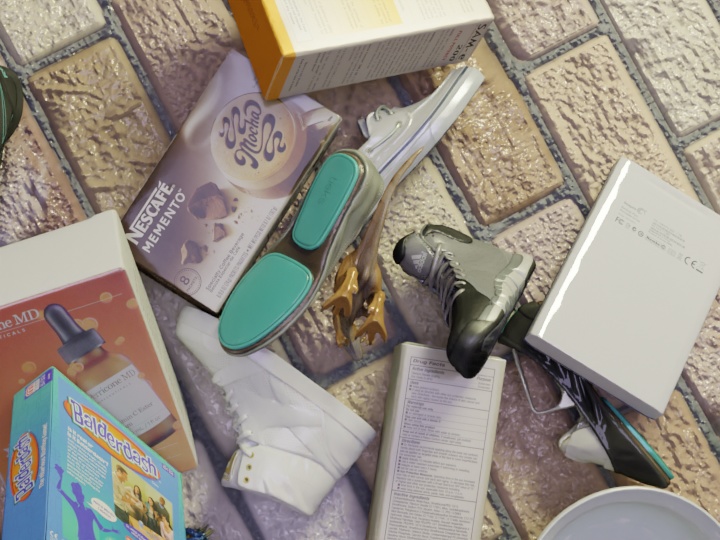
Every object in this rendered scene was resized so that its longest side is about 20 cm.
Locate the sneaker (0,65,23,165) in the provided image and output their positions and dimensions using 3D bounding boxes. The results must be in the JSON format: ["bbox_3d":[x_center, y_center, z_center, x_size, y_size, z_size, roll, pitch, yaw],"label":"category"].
[{"bbox_3d":[-0.344,-0.086,1.143,0.075,0.079,0.201,11,86,-3],"label":"sneaker"}]

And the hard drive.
[{"bbox_3d":[0.242,0.012,1.173,0.132,0.025,0.200,31,65,-1],"label":"hard drive"}]

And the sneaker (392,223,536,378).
[{"bbox_3d":[0.071,0.017,1.122,0.115,0.200,0.075,28,113,7],"label":"sneaker"}]

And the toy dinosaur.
[{"bbox_3d":[0.000,0.000,1.116,0.060,0.106,0.200,13,124,-9],"label":"toy dinosaur"}]

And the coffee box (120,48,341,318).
[{"bbox_3d":[-0.117,-0.072,1.157,0.113,0.080,0.200,33,83,-1],"label":"coffee box"}]

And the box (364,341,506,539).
[{"bbox_3d":[0.062,0.167,1.151,0.095,0.078,0.201,10,84,-4],"label":"box"}]

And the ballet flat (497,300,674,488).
[{"bbox_3d":[0.190,0.120,1.176,0.068,0.068,0.200,-35,78,4],"label":"ballet flat"}]

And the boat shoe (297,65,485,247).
[{"bbox_3d":[0.025,-0.113,1.174,0.067,0.074,0.200,40,84,0],"label":"boat shoe"}]

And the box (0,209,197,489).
[{"bbox_3d":[-0.235,0.078,1.078,0.152,0.106,0.200,-18,121,-5],"label":"box"}]

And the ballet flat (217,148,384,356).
[{"bbox_3d":[-0.043,-0.007,1.119,0.067,0.064,0.200,31,87,31],"label":"ballet flat"}]

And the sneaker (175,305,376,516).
[{"bbox_3d":[-0.098,0.127,1.145,0.200,0.074,0.116,36,81,-2],"label":"sneaker"}]

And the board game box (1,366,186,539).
[{"bbox_3d":[-0.188,0.182,0.968,0.045,0.200,0.152,-36,121,13],"label":"board game box"}]

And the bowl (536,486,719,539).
[{"bbox_3d":[0.223,0.282,1.147,0.200,0.090,0.202,0,86,-4],"label":"bowl"}]

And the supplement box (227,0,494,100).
[{"bbox_3d":[-0.004,-0.230,1.142,0.200,0.074,0.126,-14,70,-22],"label":"supplement box"}]

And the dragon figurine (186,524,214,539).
[{"bbox_3d":[-0.084,0.281,1.135,0.200,0.059,0.100,18,93,5],"label":"dragon figurine"}]
